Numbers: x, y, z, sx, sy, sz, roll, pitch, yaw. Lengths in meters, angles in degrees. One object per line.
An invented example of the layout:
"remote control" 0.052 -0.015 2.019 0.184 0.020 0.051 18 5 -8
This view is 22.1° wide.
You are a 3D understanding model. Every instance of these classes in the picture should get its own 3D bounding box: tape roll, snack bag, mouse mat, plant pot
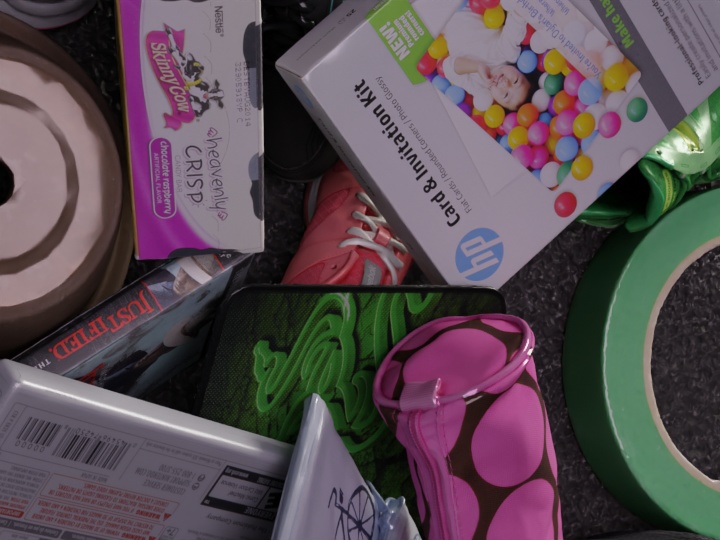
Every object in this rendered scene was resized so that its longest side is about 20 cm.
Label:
"tape roll" 0.212 0.053 1.048 0.198 0.048 0.203 1 86 -23
"snack bag" -0.002 0.182 0.861 0.190 0.021 0.201 -76 151 -42
"mouse mat" -0.018 0.095 0.907 0.160 0.008 0.202 0 118 -31
"plant pot" -0.179 -0.032 0.822 0.198 0.174 0.203 1 87 -24

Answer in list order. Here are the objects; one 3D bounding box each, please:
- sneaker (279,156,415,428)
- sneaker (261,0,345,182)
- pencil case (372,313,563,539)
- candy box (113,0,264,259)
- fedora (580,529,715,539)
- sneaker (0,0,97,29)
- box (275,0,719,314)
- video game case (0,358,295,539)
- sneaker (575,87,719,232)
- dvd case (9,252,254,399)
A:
"sneaker" 0.000 0.000 0.941 0.073 0.087 0.201 33 76 -19
"sneaker" -0.036 -0.141 0.913 0.075 0.079 0.202 8 105 18
"pencil case" 0.056 0.126 0.879 0.093 0.090 0.202 -31 117 -43
"candy box" -0.080 -0.119 0.830 0.060 0.201 0.137 -4 129 -7
"fedora" 0.167 0.201 0.987 0.201 0.200 0.092 52 35 -12
"sneaker" -0.163 -0.221 0.883 0.081 0.088 0.202 -22 96 -22
"box" 0.079 -0.103 0.901 0.200 0.041 0.156 -41 117 -7
"video game case" -0.130 0.139 0.832 0.199 0.023 0.183 22 106 -48
"sneaker" 0.160 -0.057 0.999 0.198 0.084 0.075 -11 136 -10
"dvd case" -0.142 0.060 0.850 0.199 0.146 0.022 -35 80 -21
